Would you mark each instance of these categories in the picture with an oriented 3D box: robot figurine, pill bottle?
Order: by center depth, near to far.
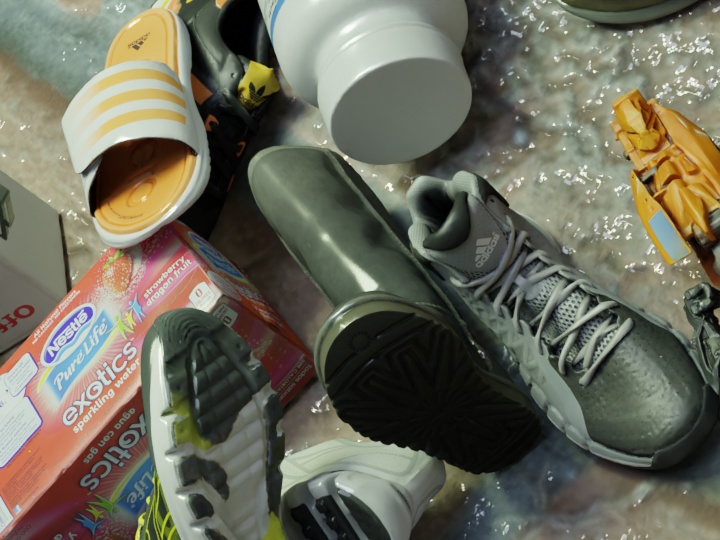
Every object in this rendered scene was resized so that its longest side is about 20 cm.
[{"bbox_3d":[0.200,-0.025,0.968,0.144,0.058,0.201,-36,49,11],"label":"robot figurine"},{"bbox_3d":[-0.002,-0.160,1.163,0.112,0.112,0.201,-33,51,18],"label":"pill bottle"}]

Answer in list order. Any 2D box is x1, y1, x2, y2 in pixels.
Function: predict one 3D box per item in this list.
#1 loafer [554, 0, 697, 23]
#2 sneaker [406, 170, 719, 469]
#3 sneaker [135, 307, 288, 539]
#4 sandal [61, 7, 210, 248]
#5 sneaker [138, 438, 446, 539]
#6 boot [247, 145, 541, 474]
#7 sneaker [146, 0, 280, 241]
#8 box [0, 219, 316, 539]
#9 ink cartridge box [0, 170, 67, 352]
[{"bbox_3d":[0.181,-0.191,1.070,0.199,0.070,0.076,-18,56,28],"label":"loafer"},{"bbox_3d":[0.082,0.016,0.997,0.075,0.115,0.200,-50,47,2],"label":"sneaker"},{"bbox_3d":[-0.081,0.117,0.986,0.084,0.074,0.202,-1,105,43],"label":"sneaker"},{"bbox_3d":[-0.135,-0.094,1.154,0.079,0.059,0.208,-32,38,16],"label":"sandal"},{"bbox_3d":[-0.036,0.129,1.063,0.199,0.076,0.081,-15,21,43],"label":"sneaker"},{"bbox_3d":[-0.002,0.001,1.033,0.072,0.182,0.201,-35,54,9],"label":"boot"},{"bbox_3d":[-0.092,-0.090,1.218,0.089,0.070,0.202,-15,55,34],"label":"sneaker"},{"bbox_3d":[-0.134,0.078,1.138,0.200,0.095,0.100,-48,45,5],"label":"box"},{"bbox_3d":[-0.296,-0.018,1.246,0.145,0.200,0.085,-29,49,20],"label":"ink cartridge box"}]
